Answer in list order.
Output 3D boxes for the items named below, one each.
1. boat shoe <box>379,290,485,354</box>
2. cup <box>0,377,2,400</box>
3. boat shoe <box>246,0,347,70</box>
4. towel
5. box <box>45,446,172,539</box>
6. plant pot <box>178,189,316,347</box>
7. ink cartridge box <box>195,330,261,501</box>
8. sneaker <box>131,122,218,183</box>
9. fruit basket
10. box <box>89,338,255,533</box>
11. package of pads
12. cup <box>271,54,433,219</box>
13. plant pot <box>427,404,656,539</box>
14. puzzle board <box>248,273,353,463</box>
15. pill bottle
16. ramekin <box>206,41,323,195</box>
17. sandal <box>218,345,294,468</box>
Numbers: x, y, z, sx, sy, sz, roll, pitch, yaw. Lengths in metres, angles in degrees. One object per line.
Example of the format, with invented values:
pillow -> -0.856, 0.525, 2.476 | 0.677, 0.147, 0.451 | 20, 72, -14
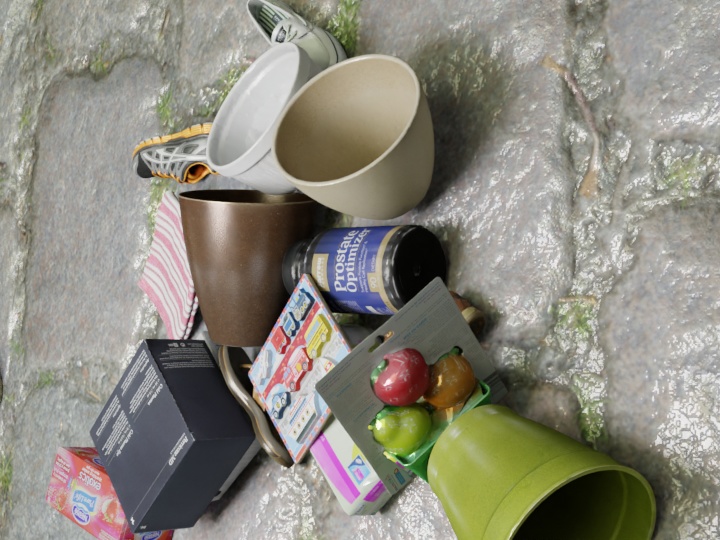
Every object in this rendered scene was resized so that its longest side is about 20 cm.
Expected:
boat shoe -> 0.056, 0.101, 1.424 | 0.200, 0.072, 0.068 | -40, 62, -10
cup -> -0.719, 0.211, 2.107 | 0.200, 0.143, 0.200 | -9, 77, 41
boat shoe -> -0.098, -0.325, 1.696 | 0.200, 0.067, 0.074 | 42, 110, 39
towel -> -0.278, 0.001, 1.777 | 0.146, 0.030, 0.200 | 56, 141, 33
box -> -0.371, 0.339, 1.796 | 0.200, 0.100, 0.096 | 18, 94, 42
plant pot -> -0.156, -0.002, 1.628 | 0.187, 0.187, 0.200 | 11, 102, 43
ink cartridge box -> -0.232, 0.226, 1.729 | 0.200, 0.043, 0.198 | -50, 53, 23
sneaker -> -0.276, -0.166, 1.823 | 0.200, 0.078, 0.077 | -14, 79, 40
fruit basket -> 0.058, 0.131, 1.340 | 0.185, 0.200, 0.094 | -41, 30, -12
box -> -0.262, 0.226, 1.645 | 0.200, 0.104, 0.182 | -55, 50, 30
package of pads -> 0.000, 0.183, 1.509 | 0.155, 0.068, 0.200 | -52, 53, 23
cup -> 0.013, -0.144, 1.479 | 0.200, 0.143, 0.200 | -18, 48, 21
plant pot -> 0.173, 0.242, 1.275 | 0.193, 0.200, 0.200 | 42, 110, 52
puzzle board -> -0.077, 0.126, 1.512 | 0.151, 0.017, 0.200 | 59, 136, 32
pill bottle -> 0.000, 0.000, 1.514 | 0.200, 0.112, 0.112 | -1, 81, 42
ramekin -> -0.108, -0.196, 1.618 | 0.200, 0.105, 0.200 | -37, 34, 31
sandal -> -0.129, 0.175, 1.625 | 0.055, 0.082, 0.200 | -38, 56, 11
